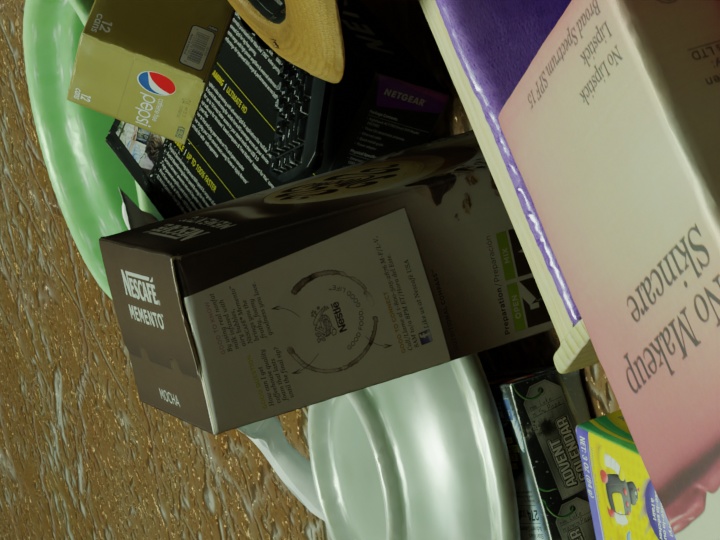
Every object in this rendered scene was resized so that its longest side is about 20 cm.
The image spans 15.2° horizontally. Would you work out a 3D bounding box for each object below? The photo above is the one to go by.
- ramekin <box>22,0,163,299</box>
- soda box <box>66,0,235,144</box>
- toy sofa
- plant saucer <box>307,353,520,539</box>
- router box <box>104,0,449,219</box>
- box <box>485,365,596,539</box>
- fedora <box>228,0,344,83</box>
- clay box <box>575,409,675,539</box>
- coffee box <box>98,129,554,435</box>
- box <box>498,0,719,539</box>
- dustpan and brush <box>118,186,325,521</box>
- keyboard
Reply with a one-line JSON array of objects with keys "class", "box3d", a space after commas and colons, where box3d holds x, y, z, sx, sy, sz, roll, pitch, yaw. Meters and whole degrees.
[{"class": "ramekin", "box3d": [-0.119, -0.087, 1.581, 0.200, 0.097, 0.201, 163, 90, -70]}, {"class": "soda box", "box3d": [-0.077, -0.168, 1.297, 0.068, 0.064, 0.201, 117, 172, -63]}, {"class": "toy sofa", "box3d": [0.089, -0.071, 1.055, 0.098, 0.082, 0.201, 122, 129, -66]}, {"class": "plant saucer", "box3d": [0.016, 0.098, 1.314, 0.200, 0.050, 0.202, 167, 90, -70]}, {"class": "router box", "box3d": [-0.048, -0.077, 1.373, 0.150, 0.051, 0.200, -63, 38, 20]}, {"class": "box", "box3d": [0.068, 0.120, 1.323, 0.200, 0.040, 0.138, 166, 88, -70]}, {"class": "fedora", "box3d": [-0.034, -0.175, 1.122, 0.201, 0.082, 0.201, 54, 169, 15]}, {"class": "clay box", "box3d": [0.158, 0.129, 1.076, 0.200, 0.047, 0.116, -157, 53, -66]}, {"class": "coffee box", "box3d": [0.000, 0.000, 1.176, 0.113, 0.199, 0.080, 14, 118, 67]}, {"class": "box", "box3d": [0.144, -0.005, 0.918, 0.128, 0.108, 0.201, 121, 130, -64]}, {"class": "dustpan and brush", "box3d": [-0.063, 0.056, 1.376, 0.200, 0.057, 0.140, 41, -173, -18]}, {"class": "keyboard", "box3d": [-0.031, -0.140, 1.264, 0.104, 0.039, 0.201, 149, 130, -76]}]
